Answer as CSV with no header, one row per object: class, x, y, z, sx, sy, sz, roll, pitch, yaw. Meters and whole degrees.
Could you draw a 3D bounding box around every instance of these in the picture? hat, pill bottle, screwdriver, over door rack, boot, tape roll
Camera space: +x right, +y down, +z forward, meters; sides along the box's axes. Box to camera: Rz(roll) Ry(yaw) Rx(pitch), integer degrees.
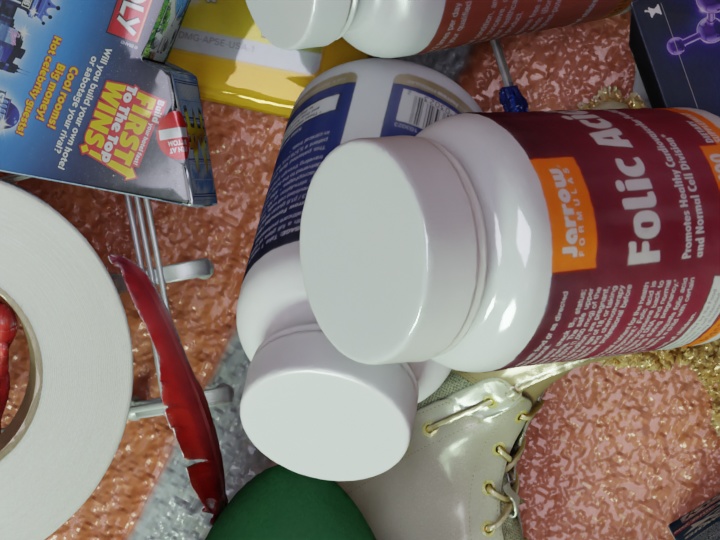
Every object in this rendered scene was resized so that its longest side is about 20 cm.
hat,-0.034,0.109,1.094,0.164,0.200,0.178,0,70,6
pill bottle,0.080,-0.015,0.968,0.199,0.114,0.115,-5,90,-36
screwdriver,0.070,-0.109,1.125,0.029,0.028,0.201,-14,70,-17
over door rack,-0.168,0.014,1.151,0.198,0.067,0.149,-11,89,18
pill bottle,0.044,-0.167,1.067,0.199,0.112,0.113,-14,89,-27
boot,0.073,0.104,1.111,0.199,0.072,0.156,-20,90,25
tape roll,-0.212,0.050,1.063,0.201,0.037,0.205,-2,96,-15
pill bottle,0.000,0.000,1.061,0.110,0.112,0.201,11,48,4

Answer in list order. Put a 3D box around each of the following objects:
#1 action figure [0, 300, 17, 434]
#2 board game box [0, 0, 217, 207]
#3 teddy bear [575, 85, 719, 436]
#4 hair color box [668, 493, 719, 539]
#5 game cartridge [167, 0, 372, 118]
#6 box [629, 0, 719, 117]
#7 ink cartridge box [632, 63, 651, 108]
action figure,-0.219,0.076,1.112,0.065,0.052,0.202,18,94,10
board game box,-0.145,-0.120,1.067,0.199,0.062,0.201,25,96,7
teddy bear,0.168,-0.003,1.129,0.199,0.067,0.146,26,87,10
hair color box,0.207,0.163,1.052,0.060,0.200,0.100,-32,88,4
game cartridge,-0.080,-0.181,1.155,0.198,0.032,0.178,12,91,3
box,0.228,-0.053,1.059,0.140,0.079,0.202,-19,78,6
ink cartridge box,0.228,-0.161,1.138,0.158,0.047,0.202,5,108,4
